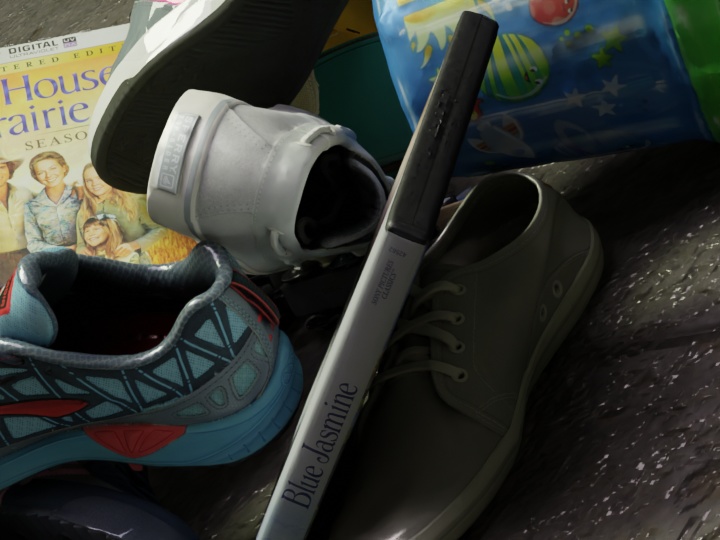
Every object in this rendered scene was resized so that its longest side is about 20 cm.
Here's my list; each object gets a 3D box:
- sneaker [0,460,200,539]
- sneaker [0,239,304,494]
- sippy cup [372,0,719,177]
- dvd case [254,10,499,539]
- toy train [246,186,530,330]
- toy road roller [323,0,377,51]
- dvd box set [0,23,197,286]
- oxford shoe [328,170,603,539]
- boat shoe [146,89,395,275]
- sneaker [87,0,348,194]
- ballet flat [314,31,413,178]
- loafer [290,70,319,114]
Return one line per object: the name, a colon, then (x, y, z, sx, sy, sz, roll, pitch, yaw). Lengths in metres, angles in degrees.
sneaker: (-0.109, 0.088, 1.177, 0.082, 0.070, 0.200, -50, 27, -22)
sneaker: (-0.126, 0.026, 1.100, 0.199, 0.096, 0.080, -9, 46, 6)
sippy cup: (0.077, -0.099, 1.141, 0.130, 0.178, 0.140, -17, 37, 10)
dvd case: (0.000, 0.021, 1.064, 0.143, 0.017, 0.201, -71, 2, -53)
toy train: (0.000, 0.000, 1.237, 0.199, 0.034, 0.046, -18, 17, 41)
toy road roller: (0.016, -0.162, 1.428, 0.199, 0.146, 0.123, 19, 71, 22)
dvd box set: (-0.136, -0.015, 1.225, 0.145, 0.030, 0.201, -11, 49, -5)
oxford shoe: (0.031, 0.037, 1.087, 0.075, 0.058, 0.200, -11, 36, 40)
boat shoe: (-0.022, -0.031, 1.139, 0.200, 0.068, 0.072, 39, -110, -75)
sneaker: (-0.062, -0.138, 1.198, 0.200, 0.083, 0.121, -52, 42, 23)
ballet flat: (-0.029, -0.050, 1.318, 0.199, 0.068, 0.070, -28, -12, -21)
loafer: (-0.038, -0.145, 1.298, 0.068, 0.076, 0.201, -12, 53, -1)
